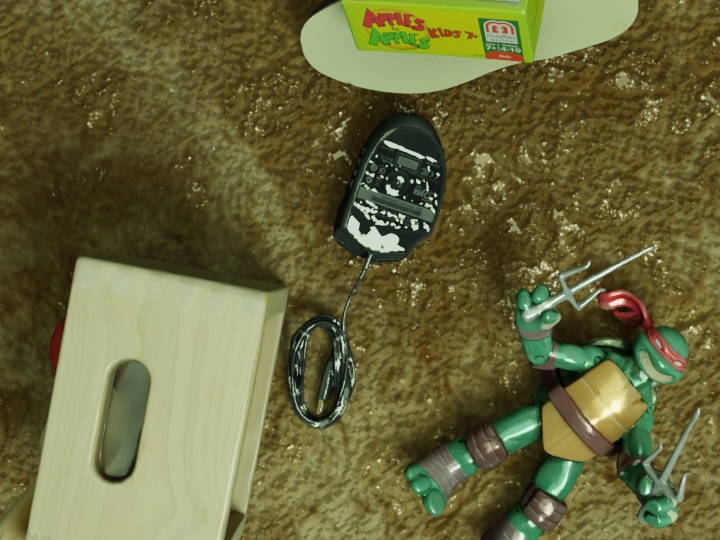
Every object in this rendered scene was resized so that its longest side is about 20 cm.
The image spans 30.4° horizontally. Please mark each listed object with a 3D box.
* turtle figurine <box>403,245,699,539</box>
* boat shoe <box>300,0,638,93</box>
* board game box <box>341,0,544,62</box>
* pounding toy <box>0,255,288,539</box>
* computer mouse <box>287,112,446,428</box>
[{"bbox_3d":[0.129,0.087,0.769,0.200,0.101,0.150,-44,74,16],"label":"turtle figurine"},{"bbox_3d":[0.063,-0.158,0.790,0.200,0.063,0.074,-10,133,12],"label":"boat shoe"},{"bbox_3d":[0.063,-0.217,0.746,0.101,0.048,0.201,7,66,17],"label":"board game box"},{"bbox_3d":[-0.132,0.095,0.729,0.141,0.184,0.201,11,90,1],"label":"pounding toy"},{"bbox_3d":[0.000,0.000,0.808,0.058,0.034,0.201,20,96,-16],"label":"computer mouse"}]
